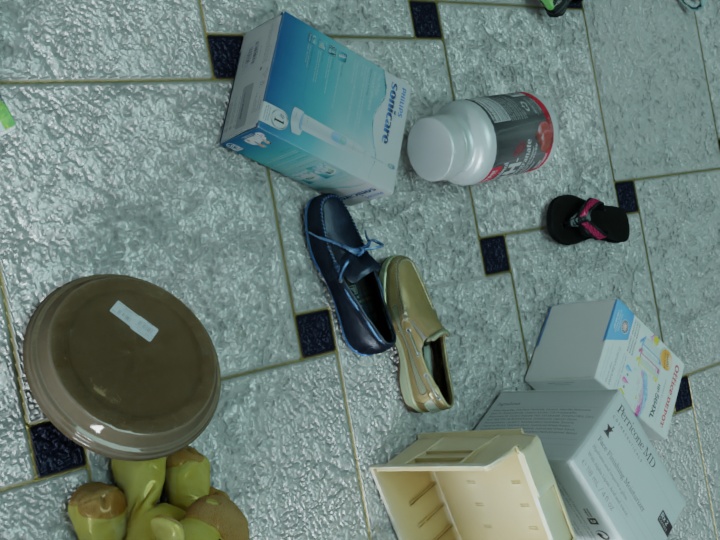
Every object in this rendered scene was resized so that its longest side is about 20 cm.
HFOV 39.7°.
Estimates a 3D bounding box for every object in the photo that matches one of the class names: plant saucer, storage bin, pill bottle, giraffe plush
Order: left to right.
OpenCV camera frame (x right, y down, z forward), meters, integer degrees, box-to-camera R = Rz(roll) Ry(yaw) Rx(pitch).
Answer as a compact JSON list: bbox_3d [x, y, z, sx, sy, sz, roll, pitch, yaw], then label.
[{"bbox_3d":[-0.222,0.085,0.964,0.200,0.029,0.201,20,48,-25],"label":"plant saucer"},{"bbox_3d":[-0.175,0.258,0.937,0.172,0.162,0.200,34,63,-31],"label":"giraffe plush"},{"bbox_3d":[0.159,-0.172,1.312,0.200,0.111,0.111,-15,93,-39],"label":"pill bottle"},{"bbox_3d":[0.142,0.297,1.171,0.094,0.198,0.201,-29,101,-42],"label":"storage bin"}]

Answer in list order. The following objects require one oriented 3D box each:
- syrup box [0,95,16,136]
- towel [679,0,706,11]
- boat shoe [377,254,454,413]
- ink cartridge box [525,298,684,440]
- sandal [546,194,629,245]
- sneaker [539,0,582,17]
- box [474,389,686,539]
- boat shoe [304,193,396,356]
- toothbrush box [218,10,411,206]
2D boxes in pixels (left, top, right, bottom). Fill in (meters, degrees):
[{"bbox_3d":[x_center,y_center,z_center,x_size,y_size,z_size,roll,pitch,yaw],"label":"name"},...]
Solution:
[{"bbox_3d":[-0.398,-0.194,0.877,0.079,0.081,0.200,-36,107,-38],"label":"syrup box"},{"bbox_3d":[0.570,-0.580,1.752,0.200,0.048,0.171,48,58,-24],"label":"towel"},{"bbox_3d":[0.079,0.075,1.230,0.072,0.076,0.201,-18,95,-39],"label":"boat shoe"},{"bbox_3d":[0.356,0.150,1.414,0.200,0.125,0.129,38,61,-28],"label":"ink cartridge box"},{"bbox_3d":[0.351,-0.077,1.497,0.200,0.045,0.075,0,83,-39],"label":"sandal"},{"bbox_3d":[0.321,-0.455,1.525,0.200,0.077,0.084,-48,130,-30],"label":"sneaker"},{"bbox_3d":[0.268,0.266,1.276,0.131,0.200,0.199,-47,112,-33],"label":"box"},{"bbox_3d":[0.000,0.000,1.181,0.084,0.069,0.200,-32,103,-38],"label":"boat shoe"},{"bbox_3d":[-0.047,-0.182,1.160,0.200,0.085,0.147,21,69,-35],"label":"toothbrush box"}]
